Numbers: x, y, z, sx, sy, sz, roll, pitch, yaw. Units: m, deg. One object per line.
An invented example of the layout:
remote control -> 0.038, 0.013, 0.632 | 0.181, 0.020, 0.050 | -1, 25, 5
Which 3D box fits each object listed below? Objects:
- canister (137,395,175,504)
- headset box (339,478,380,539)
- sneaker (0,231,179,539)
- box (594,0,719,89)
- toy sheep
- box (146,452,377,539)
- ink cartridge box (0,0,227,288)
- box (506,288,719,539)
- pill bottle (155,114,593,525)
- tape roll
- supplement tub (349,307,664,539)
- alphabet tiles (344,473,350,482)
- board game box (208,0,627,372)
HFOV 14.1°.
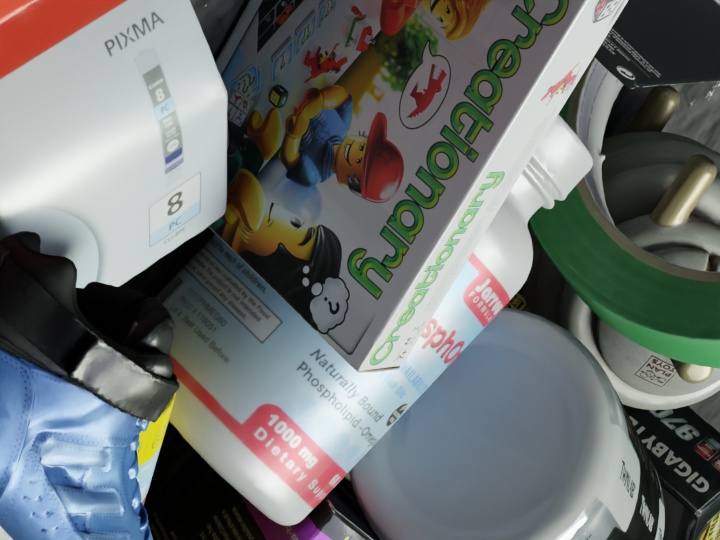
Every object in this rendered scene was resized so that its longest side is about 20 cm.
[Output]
canister -> -0.157, 0.120, 1.165 | 0.148, 0.087, 0.201 | -22, 143, -40
headset box -> -0.009, 0.213, 1.502 | 0.174, 0.093, 0.200 | -48, 155, 3
sneaker -> -0.091, 0.070, 1.045 | 0.111, 0.077, 0.200 | -46, 122, -8
box -> 0.166, -0.173, 1.140 | 0.200, 0.079, 0.141 | -54, -159, -12
toy sheep -> 0.140, -0.002, 1.372 | 0.138, 0.137, 0.200 | -56, -167, 18
box -> -0.084, 0.160, 1.285 | 0.036, 0.143, 0.200 | 40, 95, -25
ink cartridge box -> -0.119, -0.051, 1.025 | 0.160, 0.047, 0.201 | -34, 154, -24
box -> 0.120, 0.116, 1.501 | 0.046, 0.159, 0.201 | -36, 153, -25
pill bottle -> 0.000, 0.000, 1.209 | 0.200, 0.109, 0.109 | -46, 154, -2
tape roll -> 0.167, -0.059, 1.277 | 0.201, 0.200, 0.048 | -47, 156, -1
supplement tub -> 0.072, 0.101, 1.320 | 0.123, 0.122, 0.200 | -45, 157, -3
alphabet tiles -> -0.038, 0.134, 1.460 | 0.200, 0.008, 0.167 | -54, 153, 13
board game box -> 0.014, -0.078, 1.100 | 0.035, 0.126, 0.201 | -5, 132, -55
